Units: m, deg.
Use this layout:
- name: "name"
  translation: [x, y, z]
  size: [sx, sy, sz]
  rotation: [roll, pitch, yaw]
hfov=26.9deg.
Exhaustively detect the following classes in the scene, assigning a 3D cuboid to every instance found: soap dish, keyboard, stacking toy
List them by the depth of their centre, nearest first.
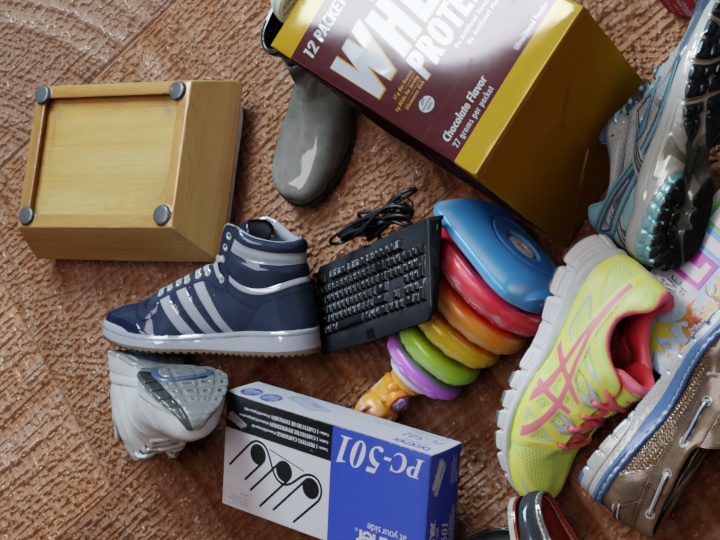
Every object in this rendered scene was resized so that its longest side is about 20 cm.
- name: "stacking toy"
  translation: [0.060, 0.053, 1.140]
  size: [0.200, 0.116, 0.110]
  rotation: [-50, 59, 21]
- name: "keyboard"
  translation: [0.000, 0.000, 1.145]
  size: [0.200, 0.039, 0.105]
  rotation: [-23, 60, 61]
- name: "soap dish"
  translation: [-0.203, -0.090, 1.307]
  size: [0.198, 0.081, 0.159]
  rotation: [1, 78, 28]

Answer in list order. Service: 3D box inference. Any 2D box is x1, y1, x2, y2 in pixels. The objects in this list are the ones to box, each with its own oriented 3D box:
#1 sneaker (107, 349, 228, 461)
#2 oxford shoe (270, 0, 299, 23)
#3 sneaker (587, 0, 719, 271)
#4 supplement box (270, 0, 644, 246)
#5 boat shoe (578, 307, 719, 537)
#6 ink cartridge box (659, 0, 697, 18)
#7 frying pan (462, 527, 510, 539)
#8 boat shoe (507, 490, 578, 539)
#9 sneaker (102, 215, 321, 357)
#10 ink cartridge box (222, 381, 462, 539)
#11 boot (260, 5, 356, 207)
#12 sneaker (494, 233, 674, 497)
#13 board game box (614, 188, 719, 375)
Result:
- name: "sneaker"
  translation: [-0.155, 0.115, 1.210]
  size: [0.200, 0.074, 0.088]
  rotation: [-167, 80, -69]
- name: "oxford shoe"
  translation: [0.000, -0.251, 1.149]
  size: [0.058, 0.075, 0.200]
  rotation: [39, 63, 20]
- name: "sneaker"
  translation: [0.211, -0.107, 1.061]
  size: [0.086, 0.077, 0.202]
  rotation: [25, 100, 43]
- name: "supplement box"
  translation: [0.081, -0.145, 1.112]
  size: [0.199, 0.197, 0.133]
  rotation: [35, 94, 29]
- name: "boat shoe"
  translation: [0.236, 0.093, 1.016]
  size: [0.072, 0.072, 0.201]
  rotation: [44, 109, 23]
- name: "ink cartridge box"
  translation: [0.325, -0.239, 1.077]
  size: [0.199, 0.084, 0.146]
  rotation: [23, 88, 30]
- name: "frying pan"
  translation: [0.086, 0.216, 1.121]
  size: [0.114, 0.031, 0.191]
  rotation: [-34, 68, 14]
- name: "boat shoe"
  translation: [0.169, 0.238, 1.042]
  size: [0.062, 0.071, 0.201]
  rotation: [-35, 73, 28]
- name: "sneaker"
  translation: [-0.124, 0.011, 1.231]
  size: [0.198, 0.070, 0.110]
  rotation: [1, 100, 25]
- name: "ink cartridge box"
  translation: [-0.018, 0.154, 1.145]
  size: [0.198, 0.044, 0.095]
  rotation: [12, 105, 36]
- name: "boot"
  translation: [-0.048, -0.162, 1.218]
  size: [0.067, 0.130, 0.202]
  rotation: [18, 86, 29]
- name: "sneaker"
  translation: [0.160, 0.082, 1.061]
  size: [0.090, 0.078, 0.202]
  rotation: [29, 112, 35]
- name: "board game box"
  translation: [0.288, 0.008, 1.064]
  size: [0.134, 0.034, 0.201]
  rotation: [43, 98, 28]
